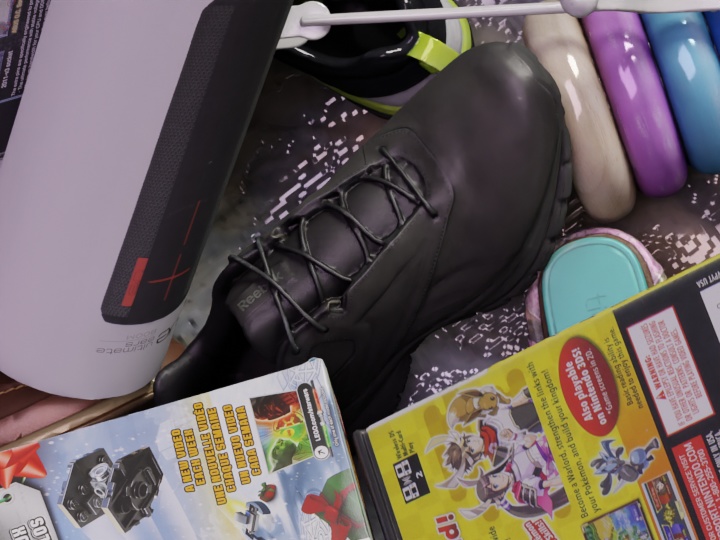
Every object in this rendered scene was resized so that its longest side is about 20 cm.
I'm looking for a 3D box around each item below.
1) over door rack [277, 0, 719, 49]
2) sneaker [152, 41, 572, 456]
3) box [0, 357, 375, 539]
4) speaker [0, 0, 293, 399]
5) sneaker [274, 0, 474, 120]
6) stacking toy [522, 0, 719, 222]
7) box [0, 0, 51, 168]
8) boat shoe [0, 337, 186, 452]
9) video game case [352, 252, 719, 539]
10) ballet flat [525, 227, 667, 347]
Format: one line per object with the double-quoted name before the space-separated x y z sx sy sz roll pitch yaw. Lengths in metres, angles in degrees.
"over door rack" 0.049 -0.156 1.027 0.200 0.067 0.148 -3 87 12
"sneaker" 0.000 0.000 1.059 0.076 0.091 0.200 50 119 29
"box" -0.052 0.142 1.002 0.137 0.040 0.200 -15 64 0
"speaker" -0.081 -0.053 1.035 0.081 0.081 0.200 34 125 18
"sneaker" -0.043 -0.123 1.126 0.200 0.083 0.072 26 88 17
"stacking toy" 0.164 -0.088 1.072 0.200 0.085 0.085 -20 76 6
"box" -0.131 -0.090 1.056 0.050 0.158 0.200 44 136 30
"boat shoe" -0.159 0.061 1.131 0.200 0.072 0.068 -23 77 13
"video game case" 0.106 0.106 0.981 0.181 0.026 0.200 -27 63 17
"ballet flat" 0.099 0.084 1.058 0.069 0.071 0.200 -12 69 9
